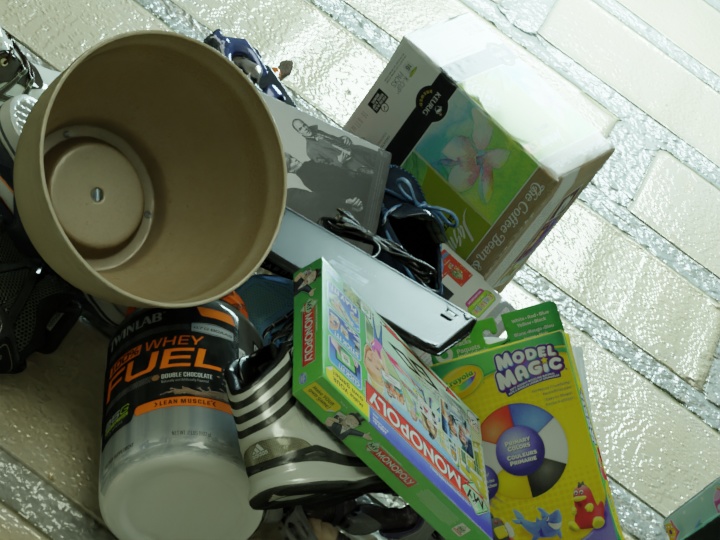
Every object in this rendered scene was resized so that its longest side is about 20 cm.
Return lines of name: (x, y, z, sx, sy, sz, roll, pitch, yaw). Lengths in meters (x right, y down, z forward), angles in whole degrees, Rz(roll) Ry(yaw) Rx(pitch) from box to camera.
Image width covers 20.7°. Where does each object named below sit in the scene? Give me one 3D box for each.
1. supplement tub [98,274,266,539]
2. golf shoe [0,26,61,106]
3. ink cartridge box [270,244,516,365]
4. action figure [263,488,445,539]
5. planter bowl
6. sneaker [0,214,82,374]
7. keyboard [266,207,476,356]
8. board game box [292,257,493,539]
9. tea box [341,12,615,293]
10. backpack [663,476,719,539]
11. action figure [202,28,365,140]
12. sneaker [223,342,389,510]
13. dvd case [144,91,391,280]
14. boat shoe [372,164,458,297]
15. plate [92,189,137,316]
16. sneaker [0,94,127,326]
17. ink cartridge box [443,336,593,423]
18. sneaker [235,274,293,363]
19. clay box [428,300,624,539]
supplement tub: (-0.129, 0.103, 1.450, 0.122, 0.123, 0.200, 21, 36, -21)
golf shoe: (-0.301, -0.164, 1.655, 0.200, 0.095, 0.078, -1, 47, -45)
ink cartridge box: (0.019, 0.042, 1.693, 0.176, 0.084, 0.200, 41, 34, 6)
action figure: (-0.013, 0.182, 1.512, 0.200, 0.069, 0.130, 1, 53, -36)
planter bowl: (-0.173, -0.063, 1.448, 0.200, 0.135, 0.201, 7, 77, -33)
sneaker: (-0.277, -0.001, 1.493, 0.114, 0.076, 0.200, 15, 42, -31)
keyboard: (0.000, 0.000, 1.541, 0.200, 0.021, 0.127, 31, 31, 16)
board game box: (0.023, 0.099, 1.418, 0.200, 0.029, 0.135, 46, 23, -30)
tea box: (0.088, -0.092, 1.814, 0.197, 0.200, 0.134, 43, 33, 12)
backpack: (0.368, 0.245, 1.673, 0.200, 0.176, 0.154, 19, 40, -30)
action figure: (-0.078, -0.107, 1.714, 0.193, 0.105, 0.200, -14, 71, -57)
sneaker: (-0.033, 0.106, 1.396, 0.200, 0.076, 0.116, 18, 54, -68)
dvd case: (-0.075, -0.073, 1.609, 0.200, 0.025, 0.151, 24, 56, -18)
boat shoe: (0.049, -0.024, 1.660, 0.084, 0.069, 0.200, 17, 39, -27)
plate: (-0.166, -0.040, 1.597, 0.200, 0.032, 0.200, 51, 31, -26)
sneaker: (-0.247, -0.037, 1.570, 0.200, 0.079, 0.078, 61, 27, -3)
ink cartridge box: (0.138, 0.142, 1.656, 0.200, 0.057, 0.163, 10, 72, -63)
sneaker: (-0.031, 0.061, 1.513, 0.200, 0.078, 0.090, 41, -6, 32)
clay box: (0.124, 0.131, 1.533, 0.048, 0.115, 0.200, 18, 56, -76)
